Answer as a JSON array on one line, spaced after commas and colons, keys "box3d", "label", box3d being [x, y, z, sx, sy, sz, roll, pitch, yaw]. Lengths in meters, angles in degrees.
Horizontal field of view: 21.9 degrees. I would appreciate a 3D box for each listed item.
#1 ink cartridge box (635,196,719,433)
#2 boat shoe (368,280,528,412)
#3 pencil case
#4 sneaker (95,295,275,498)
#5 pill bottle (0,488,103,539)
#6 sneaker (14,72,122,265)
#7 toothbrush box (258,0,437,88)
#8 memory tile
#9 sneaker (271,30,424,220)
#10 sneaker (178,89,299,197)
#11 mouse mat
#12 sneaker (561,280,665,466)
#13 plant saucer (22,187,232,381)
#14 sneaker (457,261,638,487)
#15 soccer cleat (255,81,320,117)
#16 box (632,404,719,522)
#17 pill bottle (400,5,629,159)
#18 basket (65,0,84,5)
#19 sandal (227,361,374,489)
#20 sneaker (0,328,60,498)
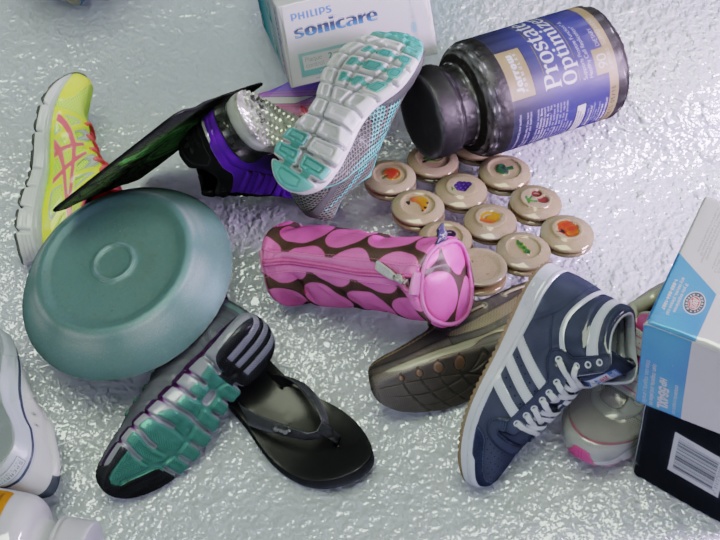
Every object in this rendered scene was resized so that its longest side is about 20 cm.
[{"box3d": [0.327, 0.058, 1.415, 0.199, 0.126, 0.129, 22, 61, 17], "label": "ink cartridge box"}, {"box3d": [0.093, 0.065, 1.643, 0.199, 0.075, 0.073, -17, 47, -18], "label": "boat shoe"}, {"box3d": [0.000, 0.000, 1.630, 0.199, 0.092, 0.093, 4, 12, 39], "label": "pencil case"}, {"box3d": [-0.163, 0.108, 1.623, 0.200, 0.074, 0.087, -46, 43, -6], "label": "sneaker"}, {"box3d": [-0.318, 0.232, 1.527, 0.198, 0.111, 0.112, 8, 58, 8], "label": "pill bottle"}, {"box3d": [-0.266, -0.094, 1.761, 0.089, 0.078, 0.202, 4, 68, 4], "label": "sneaker"}, {"box3d": [-0.020, -0.262, 1.794, 0.145, 0.086, 0.200, -14, 26, -6], "label": "toothbrush box"}, {"box3d": [0.107, -0.059, 1.711, 0.152, 0.017, 0.200, -22, 48, -24], "label": "memory tile"}, {"box3d": [-0.008, -0.129, 1.667, 0.077, 0.091, 0.200, 27, 65, 26], "label": "sneaker"}, {"box3d": [-0.100, -0.099, 1.700, 0.099, 0.200, 0.070, -30, 64, 16], "label": "sneaker"}, {"box3d": [-0.179, -0.112, 1.670, 0.160, 0.200, 0.008, -35, 91, 23], "label": "mouse mat"}, {"box3d": [0.237, 0.077, 1.607, 0.081, 0.088, 0.200, 27, 63, 19], "label": "sneaker"}, {"box3d": [-0.211, 0.001, 1.635, 0.198, 0.036, 0.201, -8, 56, 12], "label": "plant saucer"}, {"box3d": [0.161, 0.103, 1.559, 0.108, 0.070, 0.201, 24, 92, 32], "label": "sneaker"}, {"box3d": [-0.067, -0.142, 1.776, 0.199, 0.067, 0.076, -36, 40, -23], "label": "soccer cleat"}, {"box3d": [0.326, 0.087, 1.561, 0.107, 0.149, 0.200, 29, 63, 20], "label": "box"}, {"box3d": [0.142, -0.171, 1.742, 0.199, 0.112, 0.112, -19, 57, -22], "label": "pill bottle"}, {"box3d": [-0.272, -0.382, 1.892, 0.138, 0.176, 0.201, 27, 75, 3], "label": "basket"}, {"box3d": [-0.073, 0.119, 1.626, 0.200, 0.043, 0.076, 37, 66, 24], "label": "sandal"}, {"box3d": [-0.308, 0.128, 1.623, 0.073, 0.071, 0.201, -38, 38, 12], "label": "sneaker"}]
